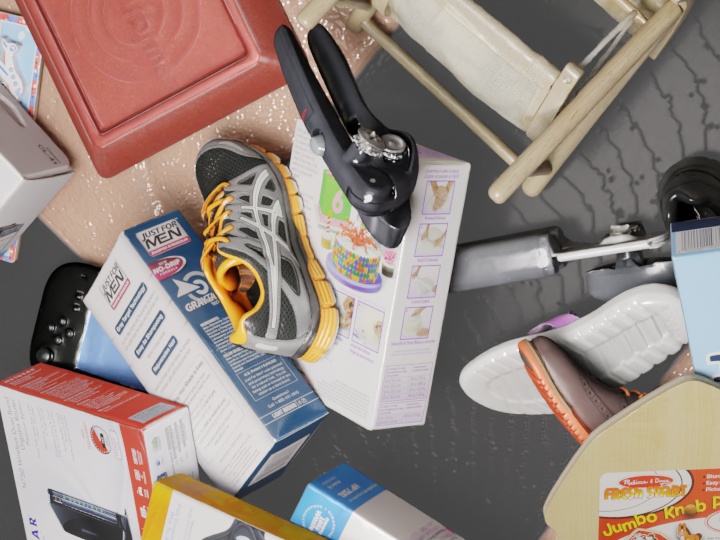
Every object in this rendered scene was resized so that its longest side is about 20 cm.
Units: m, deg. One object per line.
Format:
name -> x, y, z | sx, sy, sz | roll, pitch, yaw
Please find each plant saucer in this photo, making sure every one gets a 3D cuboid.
plant saucer -> -0.169, -0.199, 1.517 | 0.199, 0.037, 0.200 | -26, 90, 18

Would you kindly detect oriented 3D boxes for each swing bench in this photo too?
swing bench -> 0.103, -0.187, 1.380 | 0.199, 0.130, 0.200 | 43, 105, 9

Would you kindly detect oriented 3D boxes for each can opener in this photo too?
can opener -> 0.134, 0.004, 1.439 | 0.199, 0.053, 0.067 | -10, 96, 23
can opener -> -0.017, -0.105, 1.373 | 0.200, 0.063, 0.079 | 62, 140, 34

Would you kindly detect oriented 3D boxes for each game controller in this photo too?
game controller -> -0.169, 0.063, 1.567 | 0.199, 0.042, 0.105 | 16, 105, 16

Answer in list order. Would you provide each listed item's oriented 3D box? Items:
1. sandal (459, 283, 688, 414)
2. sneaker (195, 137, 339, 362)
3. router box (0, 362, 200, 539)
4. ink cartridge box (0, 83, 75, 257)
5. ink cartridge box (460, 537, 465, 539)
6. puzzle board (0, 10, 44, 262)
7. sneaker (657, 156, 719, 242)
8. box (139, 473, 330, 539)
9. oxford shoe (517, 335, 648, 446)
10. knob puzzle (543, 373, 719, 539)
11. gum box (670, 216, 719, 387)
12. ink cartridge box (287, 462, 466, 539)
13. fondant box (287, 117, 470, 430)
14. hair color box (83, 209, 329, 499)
sandal -> 0.163, 0.054, 1.436 | 0.202, 0.050, 0.082 | -23, 127, 35
sneaker -> -0.084, -0.021, 1.450 | 0.078, 0.077, 0.200 | -56, 48, 38
router box -> -0.196, 0.187, 1.539 | 0.179, 0.049, 0.201 | 11, 117, 42
ink cartridge box -> -0.351, -0.060, 1.572 | 0.148, 0.086, 0.200 | 46, 113, 8
ink cartridge box -> 0.031, 0.302, 1.512 | 0.175, 0.084, 0.201 | 23, 105, 17
puzzle board -> -0.336, -0.120, 1.610 | 0.150, 0.017, 0.201 | 14, 104, 17
sneaker -> 0.270, 0.015, 1.370 | 0.076, 0.091, 0.200 | -41, 89, 22
box -> -0.072, 0.237, 1.407 | 0.199, 0.041, 0.120 | 21, 105, 23
oxford shoe -> 0.192, 0.106, 1.413 | 0.073, 0.071, 0.200 | -44, 110, 4
knob puzzle -> 0.224, 0.156, 1.361 | 0.219, 0.030, 0.221 | -1, 117, -2
gum box -> 0.307, 0.049, 1.317 | 0.169, 0.045, 0.201 | -8, 125, 13
ink cartridge box -> 0.033, 0.244, 1.420 | 0.200, 0.067, 0.117 | 31, 109, 17
fondant box -> 0.000, 0.000, 1.451 | 0.144, 0.058, 0.201 | 25, 111, 48
hair color box -> -0.119, 0.064, 1.481 | 0.200, 0.060, 0.100 | 52, 138, 14
